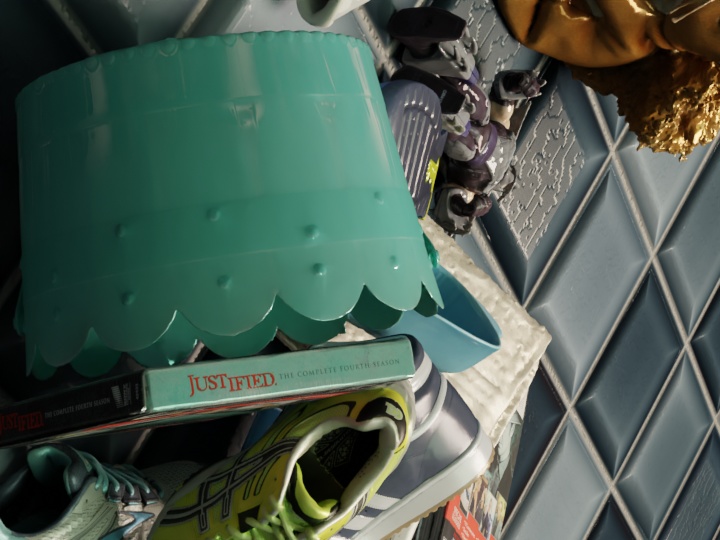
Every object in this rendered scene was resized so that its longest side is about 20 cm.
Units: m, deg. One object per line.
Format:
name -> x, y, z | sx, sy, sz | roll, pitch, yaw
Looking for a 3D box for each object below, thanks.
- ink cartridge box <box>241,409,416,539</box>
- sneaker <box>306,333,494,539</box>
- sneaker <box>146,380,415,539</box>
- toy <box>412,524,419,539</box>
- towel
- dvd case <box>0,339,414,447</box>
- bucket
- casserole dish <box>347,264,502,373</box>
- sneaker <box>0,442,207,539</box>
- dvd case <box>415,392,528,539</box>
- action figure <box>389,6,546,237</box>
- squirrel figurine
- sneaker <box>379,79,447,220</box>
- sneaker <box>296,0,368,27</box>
ink cartridge box -> -0.047, 0.196, 1.033 | 0.067, 0.116, 0.200 | 146, -33, -84
sneaker -> -0.029, 0.115, 0.944 | 0.200, 0.070, 0.109 | -35, 118, -10
sneaker -> -0.051, 0.125, 0.871 | 0.200, 0.075, 0.076 | -50, -172, 5
toy -> 0.014, 0.143, 1.184 | 0.200, 0.047, 0.115 | 36, 69, -61
towel -> 0.032, 0.035, 1.093 | 0.200, 0.034, 0.133 | 44, 62, -22
dvd case -> -0.090, 0.063, 0.817 | 0.146, 0.200, 0.022 | -5, 82, -36
bucket -> -0.070, -0.028, 0.812 | 0.207, 0.207, 0.135 | 0, 80, -56
casserole dish -> 0.000, 0.000, 0.996 | 0.200, 0.121, 0.039 | 32, 104, -29
sneaker -> -0.146, 0.133, 0.913 | 0.200, 0.078, 0.086 | -21, 120, -51
dvd case -> 0.086, 0.151, 1.263 | 0.146, 0.022, 0.200 | 57, 44, -58
action figure -> 0.075, -0.094, 1.135 | 0.200, 0.069, 0.130 | 47, 56, -59
squirrel figurine -> 0.223, -0.178, 1.199 | 0.142, 0.187, 0.200 | -55, 145, -23
sneaker -> 0.003, -0.069, 0.966 | 0.200, 0.082, 0.074 | 57, 50, -83
sneaker -> -0.022, -0.217, 0.922 | 0.087, 0.075, 0.200 | -45, 140, -26
